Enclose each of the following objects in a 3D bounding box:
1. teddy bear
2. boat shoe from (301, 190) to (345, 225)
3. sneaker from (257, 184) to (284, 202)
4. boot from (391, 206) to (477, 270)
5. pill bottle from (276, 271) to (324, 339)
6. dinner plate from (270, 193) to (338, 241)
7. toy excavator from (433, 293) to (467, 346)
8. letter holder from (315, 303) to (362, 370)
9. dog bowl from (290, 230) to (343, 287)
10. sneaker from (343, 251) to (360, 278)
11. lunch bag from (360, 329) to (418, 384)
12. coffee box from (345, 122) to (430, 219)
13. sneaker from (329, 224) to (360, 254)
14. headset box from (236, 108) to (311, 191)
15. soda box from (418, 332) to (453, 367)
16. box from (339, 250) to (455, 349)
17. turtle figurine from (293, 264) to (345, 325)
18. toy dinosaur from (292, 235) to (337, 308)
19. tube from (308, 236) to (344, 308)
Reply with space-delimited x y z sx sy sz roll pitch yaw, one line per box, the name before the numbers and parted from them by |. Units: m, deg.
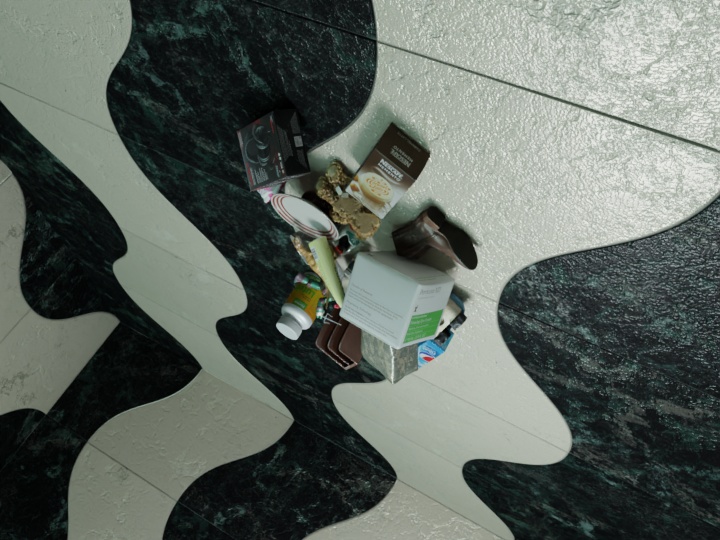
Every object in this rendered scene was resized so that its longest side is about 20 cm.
teddy bear | -0.026 -0.169 1.580 0.197 0.067 0.147 32 112 12
boat shoe | -0.096 -0.160 1.696 0.197 0.071 0.071 9 145 42
sneaker | -0.240 -0.247 1.704 0.088 0.082 0.199 39 152 -15
boot | 0.173 -0.050 1.578 0.187 0.064 0.199 51 148 -2
pill bottle | -0.184 0.114 2.079 0.109 0.202 0.112 24 152 14
dinner plate | -0.139 -0.140 1.658 0.196 0.025 0.201 25 160 10
toy excavator | 0.213 0.132 1.791 0.100 0.200 0.195 44 113 4
letter holder | -0.032 0.175 2.009 0.141 0.202 0.100 38 152 -9
dog bowl | -0.120 -0.036 1.857 0.201 0.058 0.200 51 171 11
sneaker | 0.000 0.000 1.846 0.078 0.080 0.200 40 177 0
lunch bag | 0.068 0.187 1.823 0.199 0.116 0.168 36 140 44
coffee box | 0.056 -0.213 1.432 0.113 0.081 0.200 36 153 -4
sneaker | -0.055 -0.086 1.740 0.070 0.094 0.198 44 151 -21
headset box | -0.214 -0.282 1.554 0.198 0.076 0.153 -7 97 51
soda box | 0.206 0.229 1.977 0.063 0.069 0.200 34 152 -2
box | 0.093 0.065 1.622 0.197 0.175 0.197 26 -163 31
turtle figurine | -0.099 0.059 1.975 0.199 0.150 0.101 41 137 6
toy dinosaur | -0.106 -0.013 1.738 0.202 0.105 0.060 56 174 -4
tube | -0.075 0.014 1.681 0.051 0.058 0.205 -22 88 37
